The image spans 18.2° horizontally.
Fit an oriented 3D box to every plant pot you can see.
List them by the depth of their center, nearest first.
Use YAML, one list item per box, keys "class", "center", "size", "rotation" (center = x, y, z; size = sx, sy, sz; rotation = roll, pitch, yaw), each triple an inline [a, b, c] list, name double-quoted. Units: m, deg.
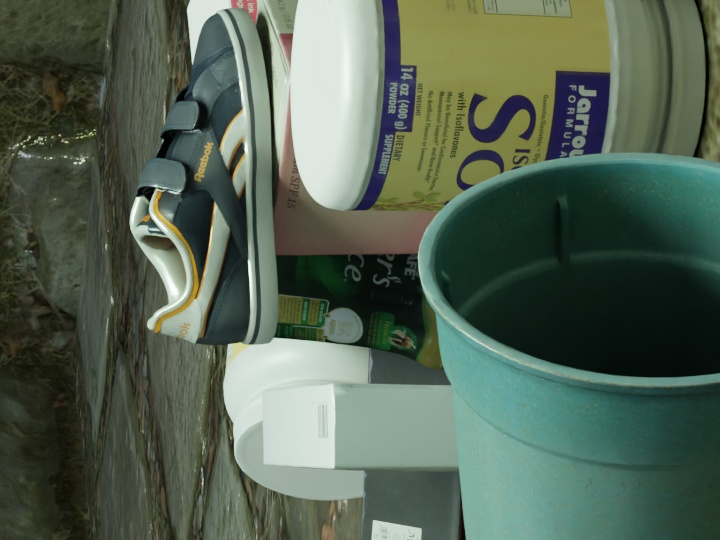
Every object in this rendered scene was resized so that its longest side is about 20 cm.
- class: "plant pot"
  center: [0.125, 0.078, 1.038]
  size: [0.200, 0.199, 0.197]
  rotation: [-111, 18, -57]

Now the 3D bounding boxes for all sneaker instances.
- class: "sneaker"
  center: [-0.094, -0.056, 1.316]
  size: [0.078, 0.079, 0.201]
  rotation: [146, 122, -73]

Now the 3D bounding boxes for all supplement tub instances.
- class: "supplement tub"
  center: [0.071, -0.103, 1.217]
  size: [0.145, 0.199, 0.146]
  rotation: [-179, 90, -77]
- class: "supplement tub"
  center: [-0.024, 0.049, 1.637]
  size: [0.146, 0.145, 0.201]
  rotation: [109, 167, -53]

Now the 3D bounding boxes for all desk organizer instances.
- class: "desk organizer"
  center: [0.049, 0.130, 1.516]
  size: [0.077, 0.071, 0.201]
  rotation: [-13, -73, -66]

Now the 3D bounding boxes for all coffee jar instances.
- class: "coffee jar"
  center: [0.000, 0.000, 1.424]
  size: [0.085, 0.199, 0.105]
  rotation: [98, -178, -53]

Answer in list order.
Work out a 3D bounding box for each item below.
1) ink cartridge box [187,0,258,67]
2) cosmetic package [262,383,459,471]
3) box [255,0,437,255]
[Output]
- class: "ink cartridge box"
  center: [-0.009, -0.178, 1.563]
  size: [0.145, 0.199, 0.085]
  rotation: [123, 142, -66]
- class: "cosmetic package"
  center: [0.034, 0.092, 1.319]
  size: [0.200, 0.150, 0.052]
  rotation: [163, 106, -76]
- class: "box"
  center: [0.036, -0.089, 1.363]
  size: [0.109, 0.199, 0.128]
  rotation: [-110, 23, -53]
